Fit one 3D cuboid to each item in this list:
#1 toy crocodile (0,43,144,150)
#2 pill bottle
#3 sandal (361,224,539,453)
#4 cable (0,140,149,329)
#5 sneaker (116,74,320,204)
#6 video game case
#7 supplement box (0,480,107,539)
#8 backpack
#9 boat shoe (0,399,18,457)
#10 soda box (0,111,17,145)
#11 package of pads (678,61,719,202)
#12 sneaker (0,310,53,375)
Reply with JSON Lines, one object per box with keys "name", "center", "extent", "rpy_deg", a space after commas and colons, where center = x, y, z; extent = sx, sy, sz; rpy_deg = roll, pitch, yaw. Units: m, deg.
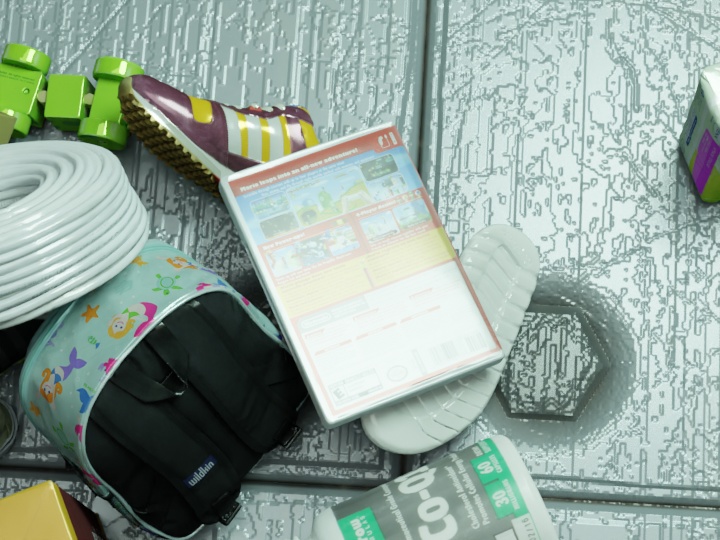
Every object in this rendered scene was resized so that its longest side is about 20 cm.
{"name": "toy crocodile", "center": [-0.230, -0.130, 1.405], "extent": [0.199, 0.062, 0.068], "rpy_deg": [9, 77, 9]}
{"name": "pill bottle", "center": [0.034, 0.205, 1.283], "extent": [0.200, 0.113, 0.113], "rpy_deg": [-24, 77, -5]}
{"name": "sandal", "center": [0.070, 0.057, 1.349], "extent": [0.082, 0.050, 0.203], "rpy_deg": [40, 67, -5]}
{"name": "cable", "center": [-0.246, -0.028, 1.226], "extent": [0.200, 0.200, 0.069], "rpy_deg": [-19, 116, -11]}
{"name": "sneaker", "center": [-0.089, -0.100, 1.364], "extent": [0.200, 0.075, 0.090], "rpy_deg": [37, 76, -20]}
{"name": "video game case", "center": [0.000, 0.000, 1.308], "extent": [0.143, 0.017, 0.200], "rpy_deg": [-20, 74, -17]}
{"name": "supplement box", "center": [-0.221, 0.267, 1.229], "extent": [0.133, 0.200, 0.198], "rpy_deg": [-22, 77, -4]}
{"name": "backpack", "center": [-0.147, 0.075, 1.278], "extent": [0.150, 0.200, 0.178], "rpy_deg": [36, 80, 30]}
{"name": "boat shoe", "center": [-0.343, 0.157, 1.330], "extent": [0.200, 0.062, 0.072], "rpy_deg": [-40, 79, -8]}
{"name": "soda box", "center": [-0.330, -0.035, 1.351], "extent": [0.068, 0.064, 0.200], "rpy_deg": [22, 94, 7]}
{"name": "package of pads", "center": [0.342, -0.124, 1.335], "extent": [0.200, 0.155, 0.068], "rpy_deg": [-17, 74, -2]}
{"name": "sneaker", "center": [-0.286, 0.056, 1.322], "extent": [0.200, 0.072, 0.083], "rpy_deg": [-1, 99, -39]}
